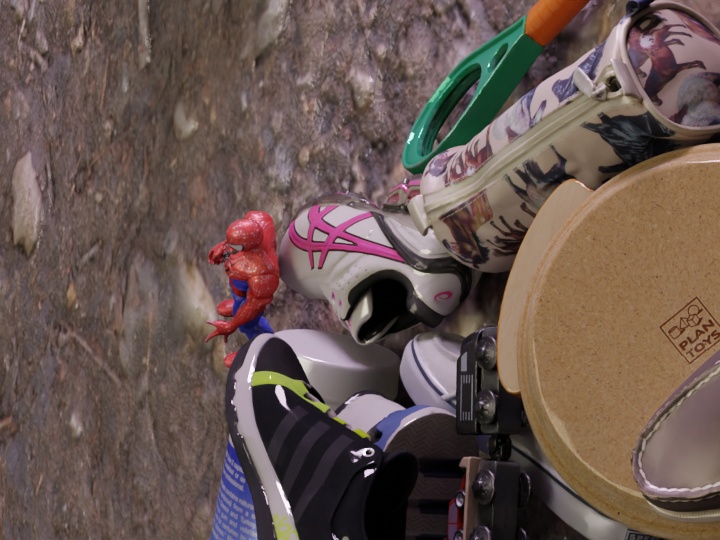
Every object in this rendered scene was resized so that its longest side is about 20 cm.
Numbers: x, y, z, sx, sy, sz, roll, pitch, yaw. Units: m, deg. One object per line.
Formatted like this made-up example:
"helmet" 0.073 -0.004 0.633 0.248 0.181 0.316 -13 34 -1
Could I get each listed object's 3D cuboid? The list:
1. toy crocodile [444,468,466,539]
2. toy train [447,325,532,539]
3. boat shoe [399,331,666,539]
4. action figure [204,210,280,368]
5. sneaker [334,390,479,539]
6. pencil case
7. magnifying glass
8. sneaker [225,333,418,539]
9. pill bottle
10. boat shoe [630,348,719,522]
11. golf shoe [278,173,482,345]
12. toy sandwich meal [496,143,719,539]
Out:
"toy crocodile" 0.035 0.188 0.999 0.062 0.067 0.200 55 131 46
"toy train" 0.062 0.128 0.870 0.046 0.034 0.200 -9 76 56
"boat shoe" 0.096 0.062 0.912 0.202 0.075 0.086 39 119 49
"action figure" -0.078 0.011 1.147 0.200 0.052 0.066 108 159 -67
"sneaker" -0.007 0.152 0.950 0.115 0.080 0.200 32 106 58
"pencil case" 0.108 -0.065 0.895 0.200 0.089 0.078 -36 56 52
"magnifying glass" 0.086 -0.123 0.979 0.200 0.022 0.080 -44 22 38
"sneaker" -0.008 0.105 0.857 0.083 0.072 0.200 -28 48 12
"pill bottle" -0.033 0.143 1.072 0.112 0.112 0.200 28 110 56
"boat shoe" 0.191 0.042 0.704 0.200 0.059 0.072 -31 65 23
"golf shoe" 0.000 0.000 1.049 0.200 0.073 0.092 -12 48 58
"toy sandwich meal" 0.159 0.035 0.804 0.205 0.070 0.206 -8 72 26
